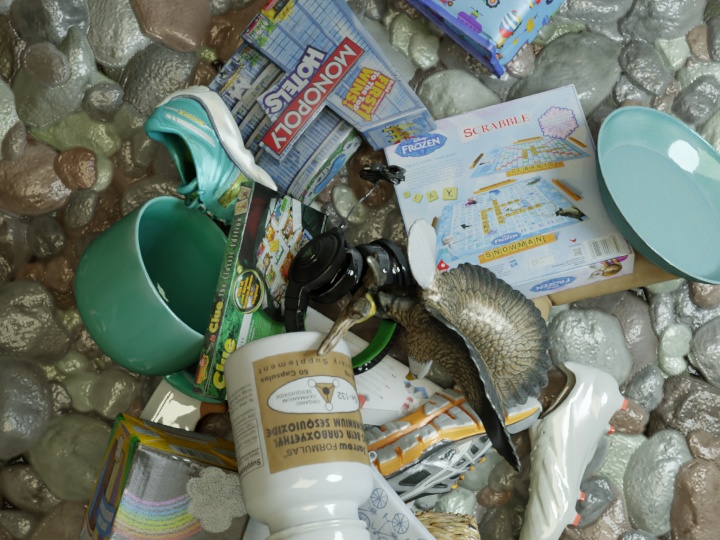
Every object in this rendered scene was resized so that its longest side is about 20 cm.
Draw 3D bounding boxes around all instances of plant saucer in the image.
[{"bbox_3d":[0.292,-0.064,1.353,0.200,0.200,0.036,48,133,3],"label":"plant saucer"}]

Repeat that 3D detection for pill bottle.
[{"bbox_3d":[-0.049,0.163,1.239,0.114,0.114,0.201,-11,69,1],"label":"pill bottle"}]

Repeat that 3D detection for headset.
[{"bbox_3d":[0.000,0.000,1.337,0.123,0.094,0.201,9,90,-36],"label":"headset"}]

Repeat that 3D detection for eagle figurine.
[{"bbox_3d":[0.082,0.063,1.258,0.199,0.151,0.152,27,79,5],"label":"eagle figurine"}]

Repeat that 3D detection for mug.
[{"bbox_3d":[-0.192,0.036,1.357,0.114,0.152,0.186,-30,57,29],"label":"mug"}]

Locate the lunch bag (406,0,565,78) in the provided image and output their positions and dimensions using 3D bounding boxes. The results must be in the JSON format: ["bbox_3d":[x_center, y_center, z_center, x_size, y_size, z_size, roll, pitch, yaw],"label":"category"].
[{"bbox_3d":[0.106,-0.316,1.415,0.200,0.094,0.151,40,90,15],"label":"lunch bag"}]

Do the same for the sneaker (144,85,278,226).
[{"bbox_3d":[-0.137,-0.077,1.379,0.080,0.077,0.200,-39,102,-34],"label":"sneaker"}]

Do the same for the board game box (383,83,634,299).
[{"bbox_3d":[0.137,-0.066,1.376,0.199,0.041,0.200,-14,61,1],"label":"board game box"}]

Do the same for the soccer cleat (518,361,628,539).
[{"bbox_3d":[0.187,0.184,1.390,0.077,0.069,0.201,26,81,-7],"label":"soccer cleat"}]

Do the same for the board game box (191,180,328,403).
[{"bbox_3d":[-0.091,0.028,1.335,0.023,0.105,0.201,3,75,41],"label":"board game box"}]

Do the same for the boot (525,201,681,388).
[{"bbox_3d":[0.217,0.018,1.376,0.199,0.066,0.176,-14,64,1],"label":"boot"}]

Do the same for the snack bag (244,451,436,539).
[{"bbox_3d":[-0.036,0.240,1.312,0.200,0.021,0.189,49,117,28],"label":"snack bag"}]

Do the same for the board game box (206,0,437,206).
[{"bbox_3d":[-0.036,-0.165,1.390,0.200,0.062,0.200,39,89,19],"label":"board game box"}]

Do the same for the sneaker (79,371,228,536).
[{"bbox_3d":[-0.198,0.197,1.398,0.084,0.073,0.200,31,87,5],"label":"sneaker"}]

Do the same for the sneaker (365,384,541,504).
[{"bbox_3d":[0.081,0.167,1.360,0.199,0.078,0.078,-20,115,-15],"label":"sneaker"}]

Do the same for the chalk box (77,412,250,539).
[{"bbox_3d":[-0.187,0.252,1.319,0.124,0.124,0.201,18,93,-19],"label":"chalk box"}]

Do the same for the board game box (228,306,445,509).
[{"bbox_3d":[-0.012,0.133,1.395,0.200,0.035,0.127,32,81,-5],"label":"board game box"}]

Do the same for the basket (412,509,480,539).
[{"bbox_3d":[0.039,0.337,1.327,0.142,0.149,0.201,2,104,2],"label":"basket"}]
